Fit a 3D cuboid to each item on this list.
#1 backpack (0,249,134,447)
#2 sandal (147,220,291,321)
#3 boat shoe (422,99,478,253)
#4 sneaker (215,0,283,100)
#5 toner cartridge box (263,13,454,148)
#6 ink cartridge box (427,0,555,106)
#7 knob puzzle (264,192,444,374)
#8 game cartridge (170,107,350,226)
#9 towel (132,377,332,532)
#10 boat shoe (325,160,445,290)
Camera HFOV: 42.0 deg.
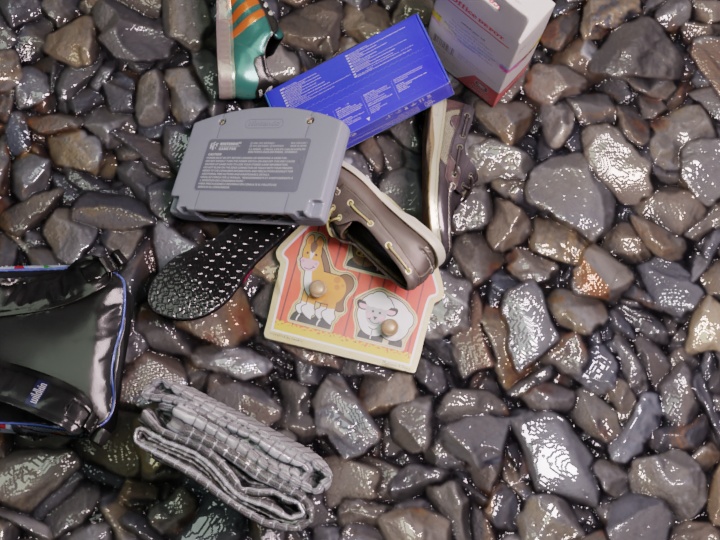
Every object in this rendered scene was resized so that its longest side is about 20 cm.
[{"bbox_3d":[-0.336,0.082,0.959,0.190,0.154,0.201,7,68,-10],"label":"backpack"},{"bbox_3d":[-0.153,-0.008,1.056,0.075,0.045,0.200,46,62,3],"label":"sandal"},{"bbox_3d":[0.104,-0.111,1.081,0.065,0.072,0.201,3,66,-1],"label":"boat shoe"},{"bbox_3d":[-0.133,-0.298,1.123,0.080,0.071,0.201,-1,79,-9],"label":"sneaker"},{"bbox_3d":[-0.002,-0.204,1.083,0.200,0.043,0.095,-25,76,9],"label":"toner cartridge box"},{"bbox_3d":[0.145,-0.284,1.065,0.116,0.200,0.068,41,76,7],"label":"ink cartridge box"},{"bbox_3d":[0.000,0.000,1.065,0.219,0.030,0.220,1,74,-3],"label":"knob puzzle"},{"bbox_3d":[-0.110,-0.117,1.042,0.200,0.040,0.134,5,72,27],"label":"game cartridge"},{"bbox_3d":[-0.128,0.188,0.936,0.200,0.166,0.086,27,80,4],"label":"towel"},{"bbox_3d":[-0.001,-0.055,1.033,0.200,0.072,0.060,39,62,12],"label":"boat shoe"}]
